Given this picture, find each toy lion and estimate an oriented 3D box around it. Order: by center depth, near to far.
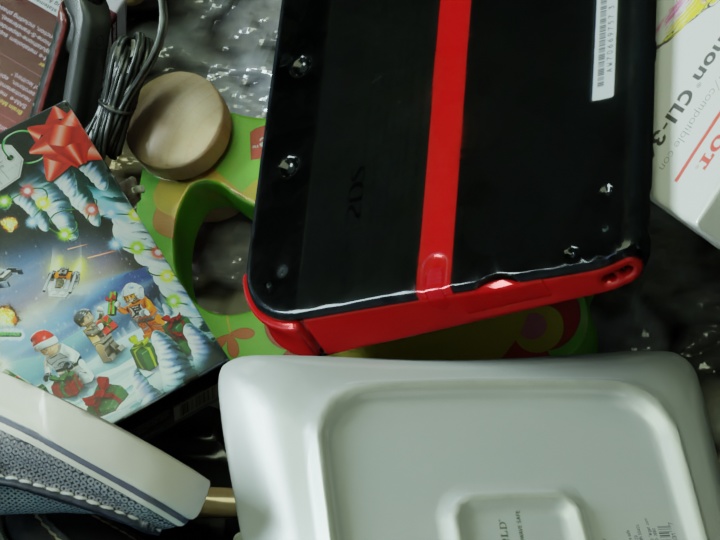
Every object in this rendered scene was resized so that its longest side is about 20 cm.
[{"bbox_3d":[0.000,0.000,0.881,0.198,0.069,0.193,-8,64,13],"label":"toy lion"}]

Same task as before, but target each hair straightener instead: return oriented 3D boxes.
[{"bbox_3d":[-0.114,-0.054,0.899,0.077,0.041,0.202,28,104,31],"label":"hair straightener"}]

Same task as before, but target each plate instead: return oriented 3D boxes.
[{"bbox_3d":[0.056,0.111,0.748,0.198,0.032,0.201,0,57,-16],"label":"plate"}]

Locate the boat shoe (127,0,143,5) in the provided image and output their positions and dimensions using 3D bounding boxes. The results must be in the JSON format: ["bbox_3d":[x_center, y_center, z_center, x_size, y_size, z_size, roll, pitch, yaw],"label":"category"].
[{"bbox_3d":[-0.178,-0.181,1.038,0.198,0.074,0.067,13,58,25],"label":"boat shoe"}]

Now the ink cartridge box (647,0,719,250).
[{"bbox_3d":[0.147,-0.073,0.785,0.117,0.067,0.200,-55,37,6],"label":"ink cartridge box"}]

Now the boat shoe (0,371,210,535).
[{"bbox_3d":[-0.160,0.076,0.741,0.198,0.075,0.093,21,80,6],"label":"boat shoe"}]

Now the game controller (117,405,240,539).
[{"bbox_3d":[-0.103,0.143,0.837,0.103,0.042,0.202,4,59,3],"label":"game controller"}]

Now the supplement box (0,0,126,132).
[{"bbox_3d":[-0.204,-0.063,0.959,0.108,0.061,0.201,30,69,5],"label":"supplement box"}]

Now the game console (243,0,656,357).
[{"bbox_3d":[0.037,-0.068,0.816,0.175,0.031,0.202,-11,58,28],"label":"game console"}]

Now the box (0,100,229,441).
[{"bbox_3d":[-0.169,0.035,0.812,0.199,0.040,0.137,-29,69,-16],"label":"box"}]

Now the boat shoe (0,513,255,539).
[{"bbox_3d":[-0.045,0.127,0.771,0.199,0.073,0.063,30,101,8],"label":"boat shoe"}]

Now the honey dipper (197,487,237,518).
[{"bbox_3d":[-0.093,0.092,0.823,0.198,0.038,0.038,2,58,4],"label":"honey dipper"}]
